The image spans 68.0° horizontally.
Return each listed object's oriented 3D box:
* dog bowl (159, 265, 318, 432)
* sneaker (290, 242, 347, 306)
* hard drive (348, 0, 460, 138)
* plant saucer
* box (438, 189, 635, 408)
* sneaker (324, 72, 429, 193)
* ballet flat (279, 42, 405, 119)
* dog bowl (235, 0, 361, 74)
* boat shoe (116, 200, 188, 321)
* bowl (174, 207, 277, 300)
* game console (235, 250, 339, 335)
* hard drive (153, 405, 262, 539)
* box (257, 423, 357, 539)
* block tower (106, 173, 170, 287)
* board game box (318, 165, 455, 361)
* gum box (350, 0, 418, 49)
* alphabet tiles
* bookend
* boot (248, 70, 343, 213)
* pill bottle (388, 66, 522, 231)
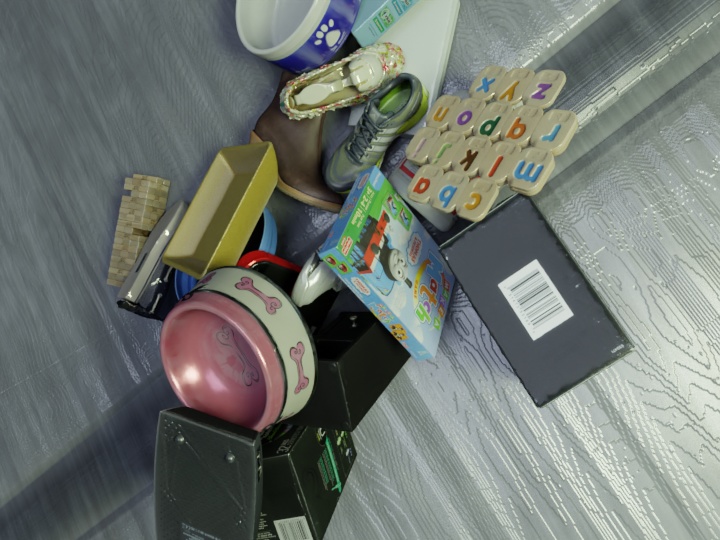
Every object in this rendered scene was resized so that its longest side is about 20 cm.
[{"bbox_3d":[-0.150,0.102,0.624,0.196,0.074,0.205,10,113,25],"label":"dog bowl"},{"bbox_3d":[0.000,0.000,0.749,0.115,0.075,0.200,41,65,9],"label":"sneaker"},{"bbox_3d":[0.064,-0.306,0.799,0.129,0.026,0.205,13,92,18],"label":"hard drive"},{"bbox_3d":[-0.196,-0.081,0.770,0.198,0.048,0.204,13,75,54],"label":"plant saucer"},{"bbox_3d":[0.204,0.033,0.647,0.122,0.198,0.203,-33,78,10],"label":"box"},{"bbox_3d":[0.015,-0.197,0.748,0.074,0.081,0.201,39,95,14],"label":"sneaker"},{"bbox_3d":[-0.025,-0.265,0.765,0.196,0.064,0.077,-23,107,7],"label":"ballet flat"},{"bbox_3d":[-0.091,-0.397,0.772,0.197,0.078,0.206,-7,79,40],"label":"dog bowl"},{"bbox_3d":[-0.318,-0.010,0.896,0.074,0.092,0.204,1,61,50],"label":"boat shoe"},{"bbox_3d":[-0.207,-0.024,0.827,0.197,0.039,0.205,-18,57,30],"label":"bowl"},{"bbox_3d":[-0.138,0.082,0.783,0.031,0.175,0.203,37,100,46],"label":"game console"},{"bbox_3d":[-0.172,0.259,0.612,0.132,0.042,0.205,13,109,16],"label":"hard drive"},{"bbox_3d":[-0.106,0.261,0.729,0.145,0.200,0.127,-15,99,16],"label":"box"},{"bbox_3d":[-0.383,-0.061,0.921,0.056,0.054,0.206,10,90,19],"label":"block tower"},{"bbox_3d":[0.045,-0.009,0.683,0.036,0.153,0.200,-18,125,39],"label":"board game box"},{"bbox_3d":[0.036,-0.450,0.782,0.199,0.044,0.172,-39,59,13],"label":"gum box"},{"bbox_3d":[0.142,-0.151,0.618,0.198,0.015,0.198,26,82,44],"label":"alphabet tiles"},{"bbox_3d":[-0.057,0.117,0.741,0.194,0.199,0.094,-2,108,30],"label":"bookend"},{"bbox_3d":[-0.080,-0.197,0.817,0.198,0.072,0.169,31,98,19],"label":"boot"},{"bbox_3d":[0.136,-0.164,0.724,0.112,0.112,0.201,41,100,15],"label":"pill bottle"}]
